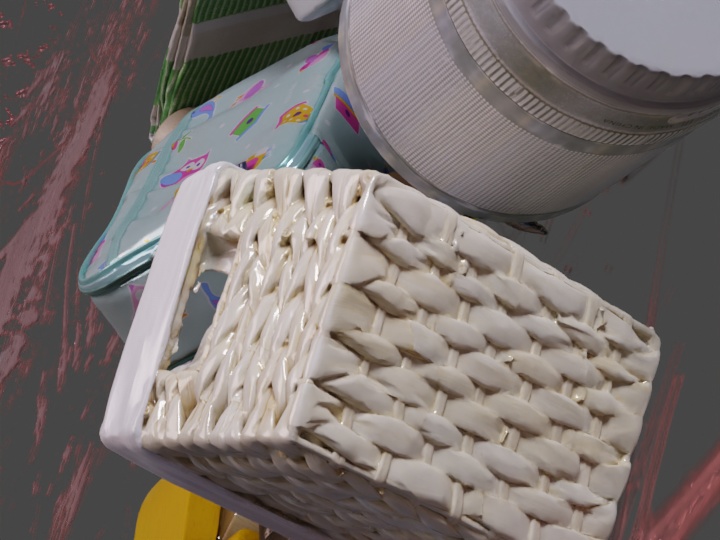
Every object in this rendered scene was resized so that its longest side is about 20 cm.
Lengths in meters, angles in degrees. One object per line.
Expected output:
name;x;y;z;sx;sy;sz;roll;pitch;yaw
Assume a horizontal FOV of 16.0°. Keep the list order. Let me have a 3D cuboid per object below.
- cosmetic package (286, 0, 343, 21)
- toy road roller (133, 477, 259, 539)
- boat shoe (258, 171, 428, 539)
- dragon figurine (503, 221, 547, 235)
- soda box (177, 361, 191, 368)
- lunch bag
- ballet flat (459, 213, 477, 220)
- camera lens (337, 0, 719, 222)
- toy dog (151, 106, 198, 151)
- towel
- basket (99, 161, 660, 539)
cosmetic package;0.020;-0.265;1.334;0.165;0.200;0.165;-29;0;42
toy road roller;-0.032;0.173;1.275;0.146;0.123;0.200;-39;31;33
boat shoe;0.007;0.053;1.207;0.072;0.065;0.200;-9;63;48
dragon figurine;0.078;-0.102;1.364;0.200;0.059;0.099;-96;31;-62
soda box;-0.052;-0.001;1.662;0.200;0.064;0.068;-66;16;7
lunch bag;-0.061;-0.037;1.332;0.160;0.077;0.200;-25;20;25
ballet flat;0.000;0.000;1.394;0.200;0.067;0.067;-45;26;-16
camera lens;0.092;-0.119;1.152;0.200;0.160;0.160;-36;36;62
toy dog;-0.020;-0.065;1.524;0.132;0.200;0.096;-112;9;-50
towel;-0.046;-0.160;1.506;0.023;0.153;0.200;53;143;33
basket;0.014;0.049;1.091;0.123;0.200;0.136;-2;65;51
